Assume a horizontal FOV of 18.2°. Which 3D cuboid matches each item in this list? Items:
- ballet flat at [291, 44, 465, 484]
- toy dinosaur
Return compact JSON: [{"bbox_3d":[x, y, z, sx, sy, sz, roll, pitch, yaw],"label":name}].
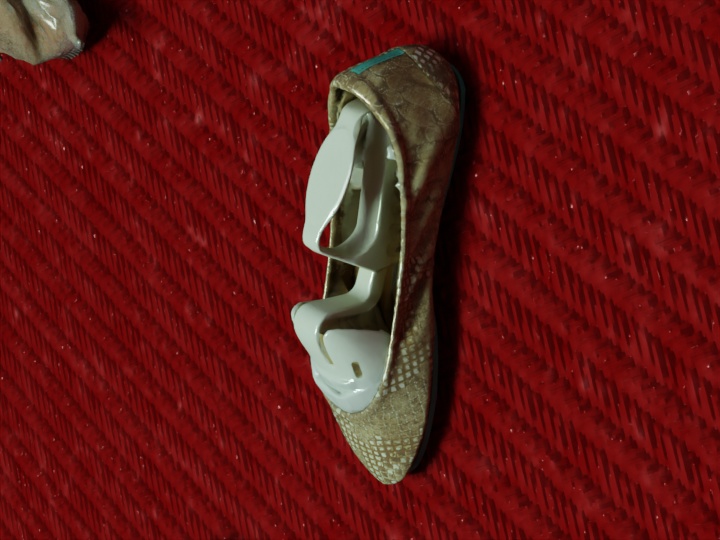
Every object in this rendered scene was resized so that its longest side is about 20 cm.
[{"bbox_3d":[0.000,0.000,0.987,0.070,0.065,0.201,20,111,50],"label":"ballet flat"},{"bbox_3d":[-0.201,-0.151,1.233,0.200,0.086,0.136,34,133,28],"label":"toy dinosaur"}]
